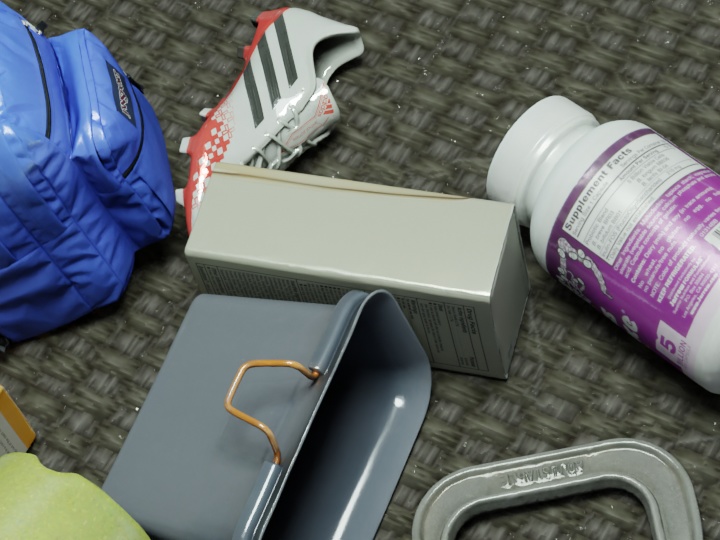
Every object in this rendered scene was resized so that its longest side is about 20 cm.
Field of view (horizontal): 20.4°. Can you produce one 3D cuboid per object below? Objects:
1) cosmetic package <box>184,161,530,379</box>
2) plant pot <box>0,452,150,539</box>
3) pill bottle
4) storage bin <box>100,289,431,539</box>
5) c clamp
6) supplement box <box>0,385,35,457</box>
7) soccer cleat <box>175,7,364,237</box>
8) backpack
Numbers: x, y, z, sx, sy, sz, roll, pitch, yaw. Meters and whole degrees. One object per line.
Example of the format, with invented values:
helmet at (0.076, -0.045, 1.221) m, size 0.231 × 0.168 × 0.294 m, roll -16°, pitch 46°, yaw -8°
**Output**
cosmetic package at (0.000, 0.000, 1.260) m, size 0.198 × 0.104 × 0.074 m, roll 8°, pitch 60°, yaw 15°
plant pot at (-0.211, 0.213, 1.140) m, size 0.199 × 0.201 × 0.185 m, roll 22°, pitch 54°, yaw 23°
pill bottle at (0.176, -0.022, 1.231) m, size 0.112 × 0.113 × 0.200 m, roll -43°, pitch 60°, yaw -15°
storage bin at (-0.066, 0.103, 1.199) m, size 0.133 × 0.146 × 0.201 m, roll 9°, pitch 61°, yaw 28°
c clamp at (0.129, 0.177, 1.171) m, size 0.198 × 0.027 × 0.172 m, roll -7°, pitch 59°, yaw 7°
supplement box at (-0.314, 0.146, 1.252) m, size 0.125 × 0.074 × 0.201 m, roll 21°, pitch 66°, yaw 23°
soccer cleat at (-0.060, -0.096, 1.352) m, size 0.084 × 0.069 × 0.201 m, roll 9°, pitch 57°, yaw 21°
backpack at (-0.223, -0.081, 1.283) m, size 0.167 × 0.200 × 0.163 m, roll -28°, pitch 55°, yaw 8°
